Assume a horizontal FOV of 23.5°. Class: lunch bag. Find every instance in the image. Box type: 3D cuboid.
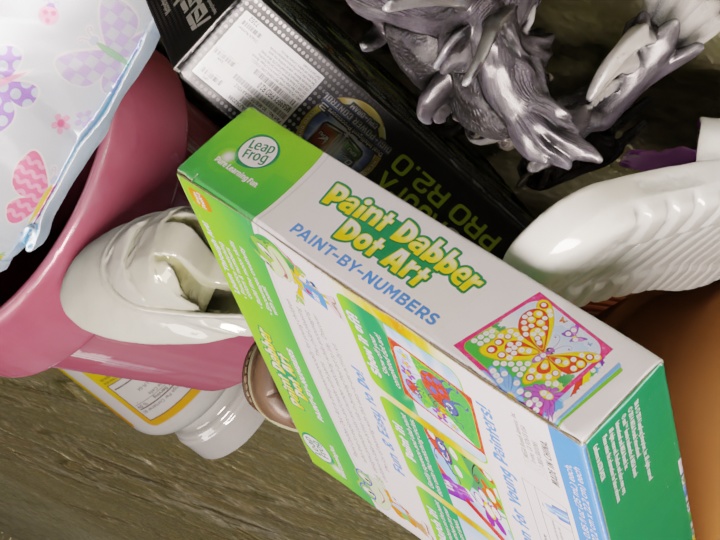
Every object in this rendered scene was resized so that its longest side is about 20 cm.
[{"bbox_3d":[-0.205,-0.115,0.817,0.200,0.170,0.127,31,-171,3],"label":"lunch bag"}]

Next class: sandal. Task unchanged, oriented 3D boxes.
[{"bbox_3d":[0.117,-0.030,0.640,0.082,0.203,0.050,-43,70,31],"label":"sandal"}]

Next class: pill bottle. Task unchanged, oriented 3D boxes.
[{"bbox_3d":[-0.157,0.048,1.248,0.200,0.113,0.113,42,158,-27],"label":"pill bottle"}]

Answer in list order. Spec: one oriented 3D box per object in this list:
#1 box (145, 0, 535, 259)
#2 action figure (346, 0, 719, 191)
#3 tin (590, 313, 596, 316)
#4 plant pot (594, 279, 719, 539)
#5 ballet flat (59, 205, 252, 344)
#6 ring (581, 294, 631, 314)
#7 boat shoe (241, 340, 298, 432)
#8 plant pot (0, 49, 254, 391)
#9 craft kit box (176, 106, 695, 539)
[{"bbox_3d":[-0.003,-0.064,0.742,0.200,0.044,0.160,39,-170,-26],"label":"box"},{"bbox_3d":[0.059,-0.087,0.625,0.119,0.102,0.200,37,-178,11],"label":"action figure"},{"bbox_3d":[0.077,0.036,0.992,0.112,0.042,0.200,34,161,5],"label":"tin"},{"bbox_3d":[0.186,0.076,0.731,0.200,0.200,0.140,34,144,-7],"label":"plant pot"},{"bbox_3d":[-0.056,-0.002,0.785,0.200,0.069,0.069,5,151,21],"label":"ballet flat"},{"bbox_3d":[0.110,0.063,0.906,0.200,0.019,0.200,4,143,3],"label":"ring"},{"bbox_3d":[0.038,0.062,0.859,0.202,0.075,0.075,16,170,-16],"label":"boat shoe"},{"bbox_3d":[-0.132,-0.021,0.966,0.179,0.200,0.200,27,167,-38],"label":"plant pot"},{"bbox_3d":[0.035,0.056,0.645,0.197,0.049,0.200,31,156,34],"label":"craft kit box"}]
